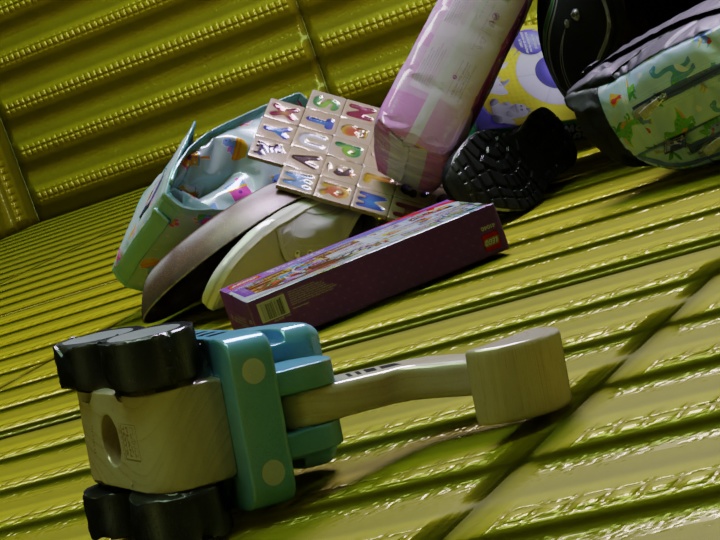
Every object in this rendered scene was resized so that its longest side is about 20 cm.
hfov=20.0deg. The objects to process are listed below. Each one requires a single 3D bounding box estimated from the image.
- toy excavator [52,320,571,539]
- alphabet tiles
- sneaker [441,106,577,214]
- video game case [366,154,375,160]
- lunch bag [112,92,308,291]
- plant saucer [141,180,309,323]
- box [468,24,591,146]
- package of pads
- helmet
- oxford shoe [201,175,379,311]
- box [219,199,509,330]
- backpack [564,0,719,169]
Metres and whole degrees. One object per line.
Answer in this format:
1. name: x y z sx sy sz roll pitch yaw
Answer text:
1. toy excavator: -0.025 0.061 0.982 0.199 0.101 0.194 -14 5 -27
2. alphabet tiles: 0.005 -0.100 1.809 0.198 0.006 0.167 16 36 1
3. sneaker: 0.110 -0.074 1.738 0.087 0.076 0.200 -33 -4 32
4. video game case: -0.017 -0.067 1.932 0.143 0.018 0.200 -47 1 15
5. lunch bag: -0.137 -0.066 1.950 0.199 0.122 0.170 -24 -13 -36
6. plant saucer: -0.118 -0.023 1.811 0.199 0.032 0.200 -35 -5 -3
7. box: 0.184 -0.169 1.866 0.198 0.118 0.049 -7 -33 -14
8. package of pads: 0.080 -0.175 1.748 0.201 0.075 0.121 -63 -2 -14
9. helmet: 0.245 -0.210 1.762 0.198 0.192 0.201 -9 35 6
10. oxford shoe: -0.055 -0.017 1.749 0.199 0.058 0.075 -33 -18 -38
11. box: 0.000 0.000 1.535 0.199 0.039 0.137 -22 8 -10
12. backpack: 0.282 -0.148 1.534 0.163 0.154 0.200 -20 -16 -47
